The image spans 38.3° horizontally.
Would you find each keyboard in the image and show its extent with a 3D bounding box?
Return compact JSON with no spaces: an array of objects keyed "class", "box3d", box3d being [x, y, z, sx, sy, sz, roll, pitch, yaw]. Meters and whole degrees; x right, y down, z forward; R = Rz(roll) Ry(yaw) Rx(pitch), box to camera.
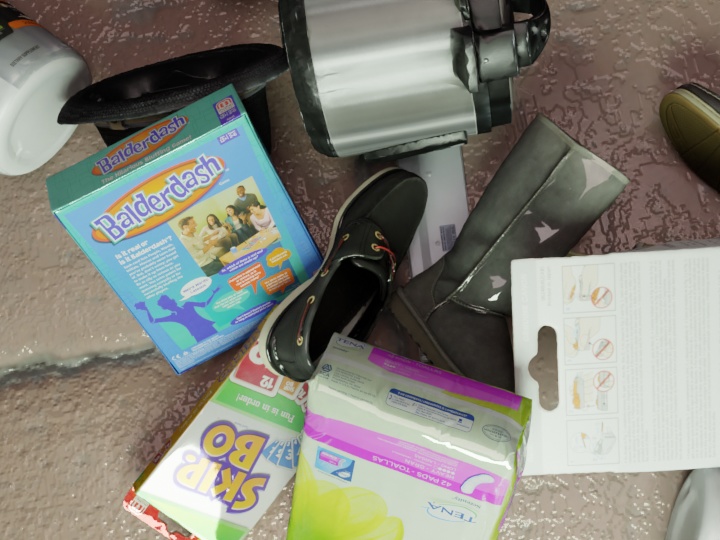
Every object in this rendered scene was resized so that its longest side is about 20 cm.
[{"class":"keyboard","box3d":[0.066,-0.026,0.867,0.056,0.011,0.201,-6,80,-2]}]

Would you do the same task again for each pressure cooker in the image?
[{"class":"pressure cooker","box3d":[0.047,-0.184,0.806,0.199,0.179,0.177,-9,71,6]}]

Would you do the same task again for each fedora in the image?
[{"class":"fedora","box3d":[-0.139,-0.117,0.840,0.200,0.201,0.092,-14,112,2]}]

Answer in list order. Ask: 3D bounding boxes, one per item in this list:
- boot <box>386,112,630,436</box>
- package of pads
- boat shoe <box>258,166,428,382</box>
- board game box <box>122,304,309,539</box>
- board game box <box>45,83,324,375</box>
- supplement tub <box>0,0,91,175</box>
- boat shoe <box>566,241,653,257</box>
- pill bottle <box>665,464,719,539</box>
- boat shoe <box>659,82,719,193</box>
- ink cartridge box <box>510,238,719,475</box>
[{"class":"boot","box3d":[0.129,0.004,0.781,0.200,0.073,0.182,-44,62,7]},{"class":"package of pads","box3d":[0.033,0.151,0.751,0.154,0.200,0.068,18,43,8]},{"class":"boat shoe","box3d":[0.002,0.002,0.804,0.074,0.063,0.202,51,61,-31]},{"class":"board game box","box3d":[-0.091,0.134,0.824,0.095,0.030,0.200,40,87,-17]},{"class":"board game box","box3d":[-0.120,-0.024,0.790,0.152,0.200,0.045,-27,45,-1]},{"class":"supplement tub","box3d":[-0.337,-0.180,0.868,0.200,0.123,0.123,34,84,9]},{"class":"boat shoe","box3d":[0.223,0.012,0.813,0.199,0.075,0.069,3,86,6]},{"class":"pill bottle","box3d":[0.330,0.220,0.748,0.199,0.114,0.115,16,82,8]},{"class":"boat shoe","box3d":[0.329,-0.083,0.829,0.200,0.073,0.065,44,75,7]},{"class":"ink cartridge box","box3d":[0.207,0.062,0.749,0.199,0.047,0.161,-3,97,0]}]
